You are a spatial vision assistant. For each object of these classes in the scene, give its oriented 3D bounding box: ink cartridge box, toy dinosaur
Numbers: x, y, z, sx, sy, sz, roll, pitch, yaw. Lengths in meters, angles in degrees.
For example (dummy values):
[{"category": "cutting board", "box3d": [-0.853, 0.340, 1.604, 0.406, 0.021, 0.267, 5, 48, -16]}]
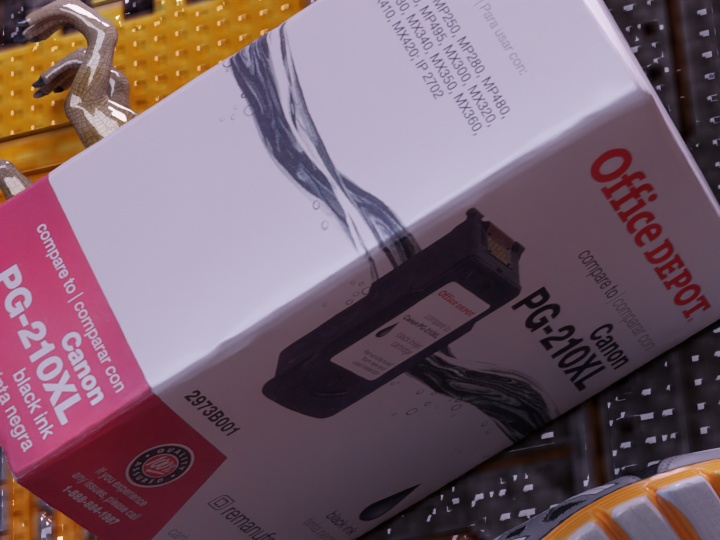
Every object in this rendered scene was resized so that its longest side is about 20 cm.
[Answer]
[{"category": "ink cartridge box", "box3d": [0.000, 0.000, 0.798, 0.200, 0.145, 0.084, -32, 60, 6]}, {"category": "toy dinosaur", "box3d": [-0.076, -0.037, 0.910, 0.200, 0.058, 0.101, -40, 73, 10]}]

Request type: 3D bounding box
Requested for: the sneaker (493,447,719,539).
[{"category": "sneaker", "box3d": [0.044, 0.103, 0.778, 0.200, 0.078, 0.077, -27, 20, -6]}]
